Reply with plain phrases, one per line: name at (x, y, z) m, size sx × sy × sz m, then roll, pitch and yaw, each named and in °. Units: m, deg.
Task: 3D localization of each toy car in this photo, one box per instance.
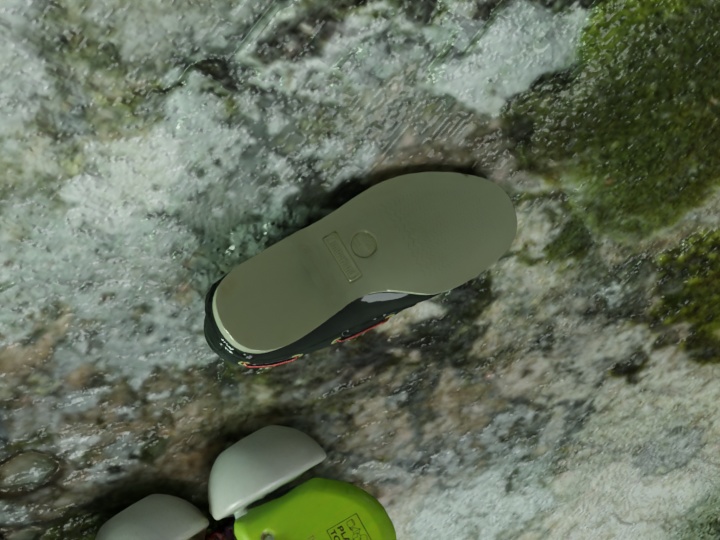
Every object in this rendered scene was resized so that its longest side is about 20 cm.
toy car at (-0.066, 0.209, 1.091) m, size 0.200 × 0.175 × 0.150 m, roll -31°, pitch 172°, yaw 2°

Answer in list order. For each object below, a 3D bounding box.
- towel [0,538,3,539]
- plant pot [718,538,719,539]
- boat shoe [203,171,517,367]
towel at (-0.308, 0.210, 0.997) m, size 0.165 × 0.086 × 0.200 m, roll -33°, pitch 137°, yaw 5°
plant pot at (0.396, 0.216, 1.314) m, size 0.200 × 0.200 × 0.193 m, roll 13°, pitch 111°, yaw -36°
boat shoe at (-0.001, -0.003, 0.977) m, size 0.201 × 0.074 × 0.063 m, roll -24°, pitch 174°, yaw -20°
